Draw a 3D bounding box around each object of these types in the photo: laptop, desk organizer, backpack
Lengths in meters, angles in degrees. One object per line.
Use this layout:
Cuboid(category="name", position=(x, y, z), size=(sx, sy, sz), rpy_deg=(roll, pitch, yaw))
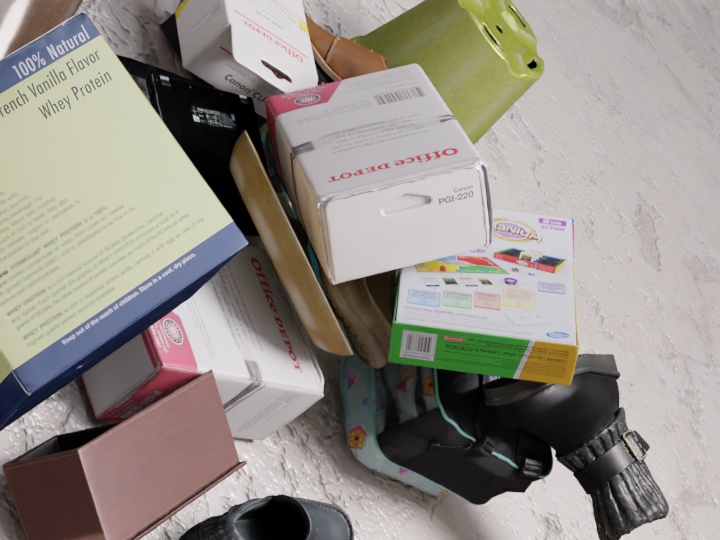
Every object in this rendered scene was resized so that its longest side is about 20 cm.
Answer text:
Cuboid(category="laptop", position=(-0.174, -0.114, 1.736), size=(0.187, 0.115, 0.202), rpy_deg=(3, 72, -67))
Cuboid(category="desk organizer", position=(-0.165, 0.139, 1.452), size=(0.200, 0.071, 0.078), rpy_deg=(-30, 105, -63))
Cuboid(category="backpack", position=(0.074, 0.093, 1.809), size=(0.175, 0.153, 0.202), rpy_deg=(27, 53, -41))

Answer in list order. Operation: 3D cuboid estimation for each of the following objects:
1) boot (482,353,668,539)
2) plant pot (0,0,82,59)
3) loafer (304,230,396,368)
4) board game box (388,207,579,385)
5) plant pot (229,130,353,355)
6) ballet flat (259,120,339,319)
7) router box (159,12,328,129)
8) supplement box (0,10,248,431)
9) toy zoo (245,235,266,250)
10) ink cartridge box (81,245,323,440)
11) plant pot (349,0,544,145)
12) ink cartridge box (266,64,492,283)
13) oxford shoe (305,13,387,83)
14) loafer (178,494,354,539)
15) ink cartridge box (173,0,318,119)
Cuboid(category="boot", position=(0.189, 0.155, 1.733), size=(0.211, 0.079, 0.159), rpy_deg=(0, 72, -58))
Cuboid(category="plant pot", position=(-0.298, -0.220, 1.594), size=(0.186, 0.186, 0.201), rpy_deg=(34, 48, -33))
Cuboid(category="loafer", position=(0.000, 0.000, 1.756), size=(0.076, 0.067, 0.201), rpy_deg=(65, 1, -46))
Cuboid(category="board game box", position=(0.105, 0.014, 1.712), size=(0.152, 0.041, 0.201), rpy_deg=(8, 33, 1))
Cuboid(category="plant pot", position=(-0.060, -0.017, 1.650), size=(0.201, 0.027, 0.200), rpy_deg=(64, 0, 0))
Cuboid(category="ballet flat", position=(-0.044, -0.048, 1.876), size=(0.201, 0.074, 0.074), rpy_deg=(70, 25, -12))
Cuboid(category="router box", position=(-0.091, -0.176, 1.970), size=(0.201, 0.051, 0.149), rpy_deg=(56, 28, 1))
Cuboid(category="supplement box", position=(-0.227, -0.031, 1.417), size=(0.200, 0.134, 0.200), rpy_deg=(-36, 89, -29))
Cuboid(category="toy zoo", position=(-0.139, -0.059, 1.798), size=(0.199, 0.020, 0.132), rpy_deg=(31, 35, -37))
Cuboid(category="ink cartridge box", position=(-0.137, 0.047, 1.611), size=(0.199, 0.085, 0.146), rpy_deg=(12, 47, -51))
Cuboid(category="plant pot", position=(0.084, -0.204, 2.135), size=(0.200, 0.184, 0.201), rpy_deg=(37, 32, -28))
Cuboid(category="ink cartridge box", position=(0.014, -0.085, 1.727), size=(0.200, 0.144, 0.085), rpy_deg=(-118, -163, -58))
Cuboid(category="oxford shoe", position=(-0.015, -0.206, 2.067), size=(0.200, 0.071, 0.071), rpy_deg=(49, -15, 22))
Cuboid(category="loafer", position=(-0.060, 0.206, 1.565), size=(0.200, 0.070, 0.068), rpy_deg=(1, 58, -57))
Cuboid(category="ink cartridge box", position=(-0.107, -0.219, 1.863), size=(0.116, 0.067, 0.201), rpy_deg=(29, 35, -37))
